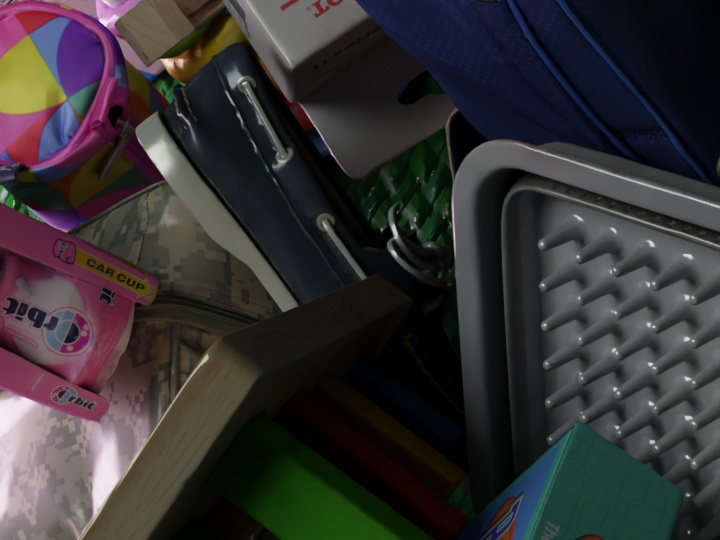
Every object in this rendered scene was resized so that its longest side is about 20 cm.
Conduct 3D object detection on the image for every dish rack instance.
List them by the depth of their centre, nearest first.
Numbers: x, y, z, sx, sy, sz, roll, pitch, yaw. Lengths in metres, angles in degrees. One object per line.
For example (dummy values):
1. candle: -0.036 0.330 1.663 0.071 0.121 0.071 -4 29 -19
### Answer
1. dish rack: 0.117 0.048 0.680 0.200 0.044 0.172 20 128 39

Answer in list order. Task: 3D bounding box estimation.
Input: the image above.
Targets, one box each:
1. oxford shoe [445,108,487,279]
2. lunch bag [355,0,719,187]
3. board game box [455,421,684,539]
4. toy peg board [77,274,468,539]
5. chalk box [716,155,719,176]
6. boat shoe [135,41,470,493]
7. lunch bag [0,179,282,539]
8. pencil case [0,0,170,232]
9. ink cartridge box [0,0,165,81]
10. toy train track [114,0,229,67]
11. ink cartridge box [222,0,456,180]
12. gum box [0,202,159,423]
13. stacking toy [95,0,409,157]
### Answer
1. oxford shoe: 0.068 0.025 0.817 0.071 0.073 0.200 -43 44 36
2. lunch bag: 0.104 -0.093 0.716 0.132 0.200 0.136 20 73 53
3. board game box: 0.013 0.156 0.697 0.200 0.045 0.152 -50 9 47
4. toy peg board: -0.034 0.118 0.735 0.098 0.199 0.200 37 103 8
5. chalk box: 0.218 -0.057 0.596 0.200 0.125 0.124 14 87 55
6. boat shoe: 0.000 0.000 0.859 0.062 0.200 0.075 -42 -3 8
7. lunch bag: -0.085 0.078 0.951 0.200 0.139 0.168 -24 50 47
8. pencil case: -0.112 -0.047 1.007 0.088 0.200 0.088 -5 72 15
9. ink cartridge box: -0.133 -0.182 1.136 0.200 0.146 0.084 -38 45 39
10. toy train track: -0.020 -0.154 0.948 0.200 0.115 0.033 -40 6 -23
11. ink cartridge box: -0.012 -0.150 0.889 0.117 0.200 0.067 -33 -6 -6
12. gum box: -0.175 -0.002 0.897 0.200 0.113 0.066 16 81 59
13. stacking toy: -0.078 -0.130 0.983 0.110 0.200 0.116 -15 63 52
